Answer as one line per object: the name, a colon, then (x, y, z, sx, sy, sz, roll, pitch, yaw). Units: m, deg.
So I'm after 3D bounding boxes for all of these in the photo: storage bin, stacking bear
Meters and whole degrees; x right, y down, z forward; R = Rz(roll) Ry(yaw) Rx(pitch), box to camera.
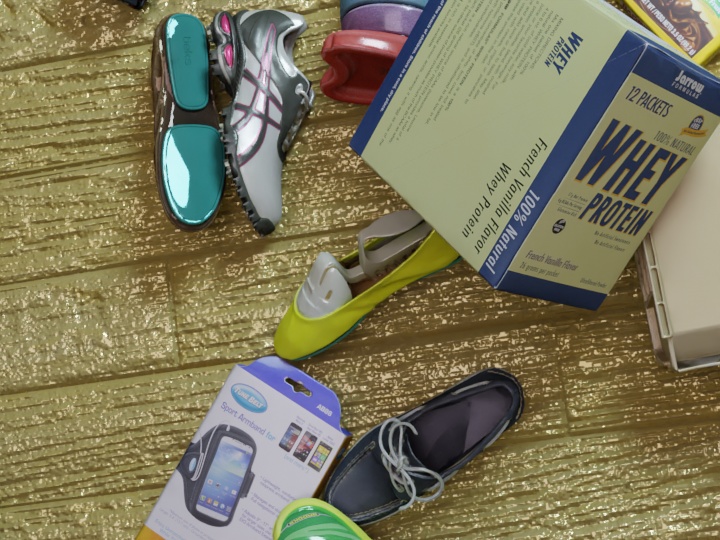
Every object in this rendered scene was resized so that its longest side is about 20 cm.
storage bin: (0.319, -0.034, 0.953, 0.197, 0.094, 0.202, -11, 83, 9)
stacking bear: (0.034, -0.255, 1.025, 0.112, 0.122, 0.204, 8, 77, -1)

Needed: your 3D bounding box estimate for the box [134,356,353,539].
box: (-0.094, 0.178, 1.034, 0.118, 0.041, 0.202, 30, 88, 12)

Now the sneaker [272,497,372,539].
sneaker: (0.015, 0.259, 0.968, 0.197, 0.084, 0.075, 24, 112, -1)

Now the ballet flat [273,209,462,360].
ballet flat: (0.000, 0.000, 1.017, 0.198, 0.067, 0.067, -31, 45, 4)

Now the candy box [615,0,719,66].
candy box: (0.252, -0.272, 1.025, 0.102, 0.026, 0.201, -41, 79, 1)

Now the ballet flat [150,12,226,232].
ballet flat: (-0.160, -0.125, 1.063, 0.067, 0.072, 0.204, -2, 77, -27)

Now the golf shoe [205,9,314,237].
golf shoe: (-0.080, -0.134, 1.048, 0.086, 0.077, 0.204, -8, 83, 2)

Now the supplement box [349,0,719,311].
supplement box: (0.132, -0.114, 0.911, 0.200, 0.133, 0.202, 46, 114, 39)

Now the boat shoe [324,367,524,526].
boat shoe: (0.050, 0.151, 0.997, 0.198, 0.062, 0.076, -30, 85, 7)

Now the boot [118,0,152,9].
boot: (-0.160, -0.301, 1.082, 0.201, 0.073, 0.156, 26, 92, 16)
